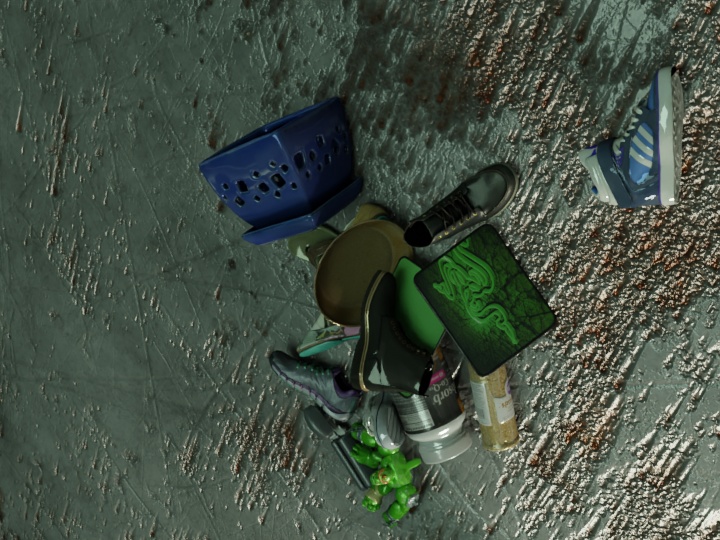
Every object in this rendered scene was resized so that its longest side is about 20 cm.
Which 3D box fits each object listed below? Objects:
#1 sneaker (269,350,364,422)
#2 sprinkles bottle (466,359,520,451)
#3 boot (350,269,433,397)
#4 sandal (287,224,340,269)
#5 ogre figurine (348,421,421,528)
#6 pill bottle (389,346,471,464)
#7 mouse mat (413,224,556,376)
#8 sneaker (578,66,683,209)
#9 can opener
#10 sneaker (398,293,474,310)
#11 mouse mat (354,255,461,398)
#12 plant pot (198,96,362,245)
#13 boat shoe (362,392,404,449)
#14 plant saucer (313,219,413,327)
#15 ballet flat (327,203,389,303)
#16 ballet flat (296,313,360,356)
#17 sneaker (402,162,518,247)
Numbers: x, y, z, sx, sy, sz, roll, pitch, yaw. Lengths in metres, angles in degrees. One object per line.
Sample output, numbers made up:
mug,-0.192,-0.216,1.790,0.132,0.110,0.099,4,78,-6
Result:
sneaker,-0.081,0.199,1.858,0.199,0.074,0.088,36,113,8
sprinkles bottle,0.221,0.202,1.634,0.068,0.068,0.202,-2,107,36
boot,0.070,0.106,1.588,0.137,0.077,0.203,7,86,31
sandal,-0.052,-0.027,1.746,0.200,0.057,0.081,23,120,27
ogre figurine,0.048,0.377,1.813,0.120,0.097,0.202,-30,59,52
pill bottle,0.117,0.227,1.688,0.116,0.116,0.202,-19,97,39
mouse mat,0.200,0.048,1.545,0.160,0.008,0.201,-36,88,-5
sneaker,0.376,-0.186,1.363,0.145,0.081,0.202,6,116,29
can opener,-0.044,0.346,1.877,0.201,0.067,0.053,57,141,4
sneaker,0.126,0.067,1.629,0.200,0.075,0.080,-48,43,38
mouse mat,0.077,0.094,1.624,0.161,0.007,0.201,37,104,41
plant pot,-0.123,-0.163,1.662,0.199,0.200,0.181,-14,107,38
boat shoe,0.038,0.269,1.706,0.066,0.200,0.074,-22,98,12
plant saucer,0.000,0.000,1.650,0.035,0.198,0.202,39,130,50
ballet flat,-0.020,-0.027,1.692,0.063,0.068,0.201,36,96,36
ballet flat,-0.040,0.106,1.793,0.199,0.069,0.072,-19,79,35
sneaker,0.161,-0.095,1.536,0.200,0.106,0.075,-38,84,39
